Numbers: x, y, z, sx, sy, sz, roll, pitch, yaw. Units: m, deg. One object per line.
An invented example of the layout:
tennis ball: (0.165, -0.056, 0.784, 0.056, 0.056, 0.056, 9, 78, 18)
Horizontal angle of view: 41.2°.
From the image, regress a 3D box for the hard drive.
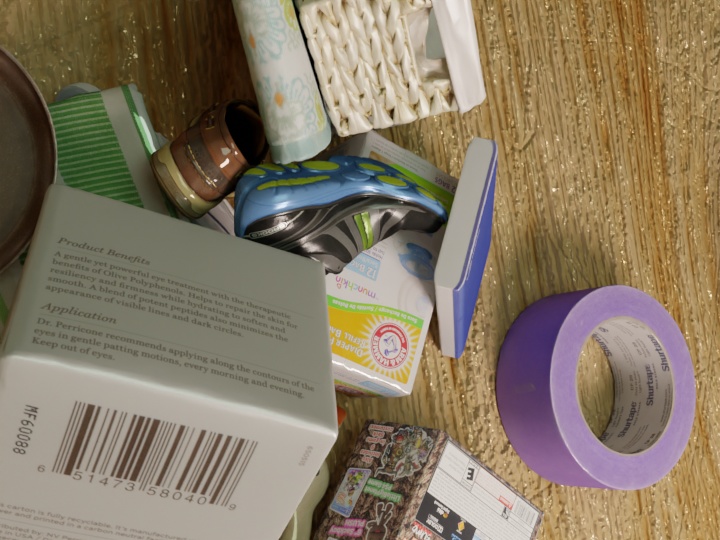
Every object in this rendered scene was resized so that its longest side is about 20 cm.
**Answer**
hard drive: (0.094, -0.012, 0.852, 0.025, 0.200, 0.133, 13, 72, 11)

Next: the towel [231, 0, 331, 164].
towel: (-0.066, -0.180, 0.740, 0.048, 0.200, 0.173, -16, 106, 2)

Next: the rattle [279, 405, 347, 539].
rattle: (-0.060, 0.174, 0.756, 0.200, 0.143, 0.130, -42, 87, -23)

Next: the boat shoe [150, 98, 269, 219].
boat shoe: (-0.099, -0.098, 0.754, 0.072, 0.067, 0.200, 56, 16, -13)

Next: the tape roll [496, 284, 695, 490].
tape roll: (0.240, 0.118, 0.972, 0.198, 0.085, 0.202, 6, 79, -31)

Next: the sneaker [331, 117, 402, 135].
sneaker: (0.021, -0.194, 0.896, 0.075, 0.099, 0.201, 57, 35, -24)

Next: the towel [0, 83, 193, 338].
towel: (-0.234, -0.040, 0.709, 0.198, 0.023, 0.154, -22, 93, -7)

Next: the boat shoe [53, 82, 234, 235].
boat shoe: (-0.165, -0.071, 0.777, 0.201, 0.073, 0.065, 52, 30, -7)

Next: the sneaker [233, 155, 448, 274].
sneaker: (-0.016, -0.040, 0.743, 0.198, 0.071, 0.083, -7, 124, -40)

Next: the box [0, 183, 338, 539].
box: (-0.142, 0.088, 0.636, 0.197, 0.201, 0.172, 16, 36, -18)

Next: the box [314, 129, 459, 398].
box: (0.000, 0.000, 0.836, 0.112, 0.101, 0.202, 25, 70, -24)

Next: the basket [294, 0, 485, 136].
basket: (0.011, -0.219, 0.761, 0.122, 0.201, 0.136, -17, 134, 2)

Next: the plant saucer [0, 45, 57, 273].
plant saucer: (-0.312, -0.077, 0.671, 0.198, 0.032, 0.203, 0, 89, -9)

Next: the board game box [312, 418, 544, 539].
board game box: (0.045, 0.255, 0.809, 0.159, 0.096, 0.201, 41, 63, -32)
